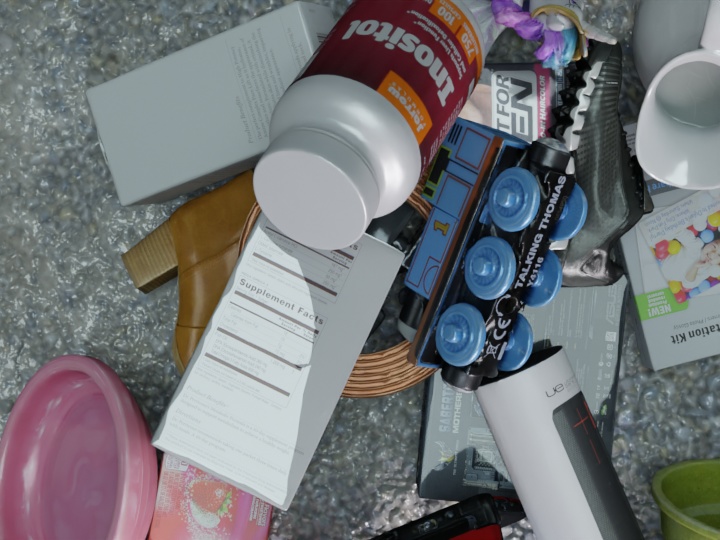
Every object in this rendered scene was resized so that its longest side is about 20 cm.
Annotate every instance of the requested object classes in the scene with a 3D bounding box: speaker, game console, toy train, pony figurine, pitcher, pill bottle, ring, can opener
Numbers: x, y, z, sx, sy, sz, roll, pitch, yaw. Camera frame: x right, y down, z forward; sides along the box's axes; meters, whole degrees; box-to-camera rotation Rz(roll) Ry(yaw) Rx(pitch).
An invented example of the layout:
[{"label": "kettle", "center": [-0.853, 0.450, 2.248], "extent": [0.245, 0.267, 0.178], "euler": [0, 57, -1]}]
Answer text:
[{"label": "speaker", "center": [0.159, 0.163, 1.083], "extent": [0.080, 0.081, 0.202], "euler": [-23, 91, 0]}, {"label": "game console", "center": [0.036, 0.258, 1.055], "extent": [0.198, 0.172, 0.120], "euler": [-24, 72, 16]}, {"label": "toy train", "center": [0.091, -0.013, 1.046], "extent": [0.114, 0.086, 0.202], "euler": [32, 106, 43]}, {"label": "pony figurine", "center": [0.106, -0.235, 1.074], "extent": [0.191, 0.201, 0.168], "euler": [10, 134, 5]}, {"label": "pitcher", "center": [0.268, -0.185, 1.053], "extent": [0.120, 0.201, 0.173], "euler": [15, 130, 9]}, {"label": "pill bottle", "center": [0.006, -0.111, 0.980], "extent": [0.112, 0.113, 0.201], "euler": [31, 50, -1]}, {"label": "ring", "center": [0.000, 0.000, 1.105], "extent": [0.198, 0.019, 0.203], "euler": [0, 93, -3]}, {"label": "can opener", "center": [-0.013, 0.026, 1.142], "extent": [0.067, 0.053, 0.200], "euler": [40, 91, -3]}]

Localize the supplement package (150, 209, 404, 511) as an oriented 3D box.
[{"label": "supplement package", "center": [-0.062, 0.059, 1.026], "extent": [0.109, 0.114, 0.202], "euler": [26, 83, -4]}]

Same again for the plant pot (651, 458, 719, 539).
[{"label": "plant pot", "center": [0.318, 0.268, 1.093], "extent": [0.198, 0.200, 0.187], "euler": [4, 102, 0]}]

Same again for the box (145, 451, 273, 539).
[{"label": "box", "center": [-0.128, 0.245, 1.107], "extent": [0.094, 0.100, 0.203], "euler": [10, 83, -7]}]

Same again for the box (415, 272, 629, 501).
[{"label": "box", "center": [0.131, 0.093, 1.146], "extent": [0.156, 0.051, 0.203], "euler": [5, 91, -1]}]

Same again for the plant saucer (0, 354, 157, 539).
[{"label": "plant saucer", "center": [-0.222, 0.169, 1.097], "extent": [0.050, 0.199, 0.203], "euler": [12, 91, -41]}]

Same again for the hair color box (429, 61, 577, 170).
[{"label": "hair color box", "center": [0.079, -0.116, 1.139], "extent": [0.197, 0.061, 0.101], "euler": [-1, 91, 0]}]

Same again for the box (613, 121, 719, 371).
[{"label": "box", "center": [0.287, -0.034, 1.151], "extent": [0.154, 0.041, 0.202], "euler": [-14, 91, 0]}]

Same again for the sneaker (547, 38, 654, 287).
[{"label": "sneaker", "center": [0.188, -0.078, 1.082], "extent": [0.089, 0.066, 0.202], "euler": [11, 97, -5]}]

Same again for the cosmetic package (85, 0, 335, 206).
[{"label": "cosmetic package", "center": [-0.107, -0.129, 1.104], "extent": [0.198, 0.074, 0.103], "euler": [-18, 88, 21]}]

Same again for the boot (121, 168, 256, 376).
[{"label": "boot", "center": [-0.091, 0.030, 1.135], "extent": [0.143, 0.071, 0.203], "euler": [-29, 86, 0]}]
